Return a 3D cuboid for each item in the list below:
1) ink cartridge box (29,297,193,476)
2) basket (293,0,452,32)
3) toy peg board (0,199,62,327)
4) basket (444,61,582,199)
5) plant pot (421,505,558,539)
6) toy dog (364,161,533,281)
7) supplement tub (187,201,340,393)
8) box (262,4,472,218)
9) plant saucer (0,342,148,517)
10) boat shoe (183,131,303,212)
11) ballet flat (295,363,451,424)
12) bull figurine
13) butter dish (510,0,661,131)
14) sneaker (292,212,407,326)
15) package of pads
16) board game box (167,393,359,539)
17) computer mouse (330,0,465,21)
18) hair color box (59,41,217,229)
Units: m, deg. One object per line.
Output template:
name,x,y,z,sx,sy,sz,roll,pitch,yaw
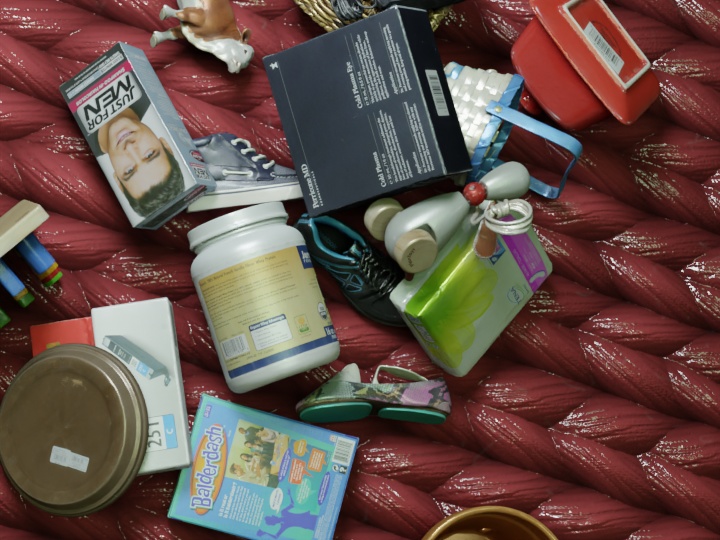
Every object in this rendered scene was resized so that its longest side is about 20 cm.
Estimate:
ink cartridge box,-0.297,0.145,1.504,0.175,0.045,0.201,-9,80,-2
basket,0.019,-0.364,1.571,0.200,0.149,0.143,36,35,-4
toy peg board,-0.420,0.022,1.452,0.200,0.199,0.098,-42,107,-12
basket,0.172,-0.164,1.584,0.199,0.176,0.140,31,75,6
plant pot,0.140,0.379,1.526,0.199,0.140,0.202,1,83,-11
toy dog,0.107,-0.048,1.490,0.199,0.097,0.132,-10,45,4
supplement tub,-0.118,0.032,1.521,0.144,0.144,0.201,-18,87,-12
box,0.009,-0.184,1.499,0.181,0.104,0.201,-16,91,24
plant saucer,-0.338,0.184,1.476,0.199,0.029,0.202,-2,83,18
boat shoe,-0.134,-0.127,1.573,0.199,0.075,0.093,-7,92,-10
ballet flat,0.015,0.151,1.577,0.199,0.069,0.072,3,64,-14
bull figurine,-0.203,-0.330,1.585,0.121,0.065,0.201,-5,73,-36
butter dish,0.264,-0.254,1.636,0.200,0.148,0.199,52,34,-1
sneaker,0.000,0.000,1.579,0.200,0.082,0.073,36,76,-5
package of pads,0.140,0.015,1.574,0.200,0.068,0.155,-48,137,-13
board game box,-0.117,0.249,1.544,0.199,0.045,0.153,17,81,-7
computer mouse,0.058,-0.356,1.524,0.199,0.053,0.139,-3,73,-7
hair color box,-0.266,-0.160,1.530,0.099,0.061,0.201,-33,80,15
